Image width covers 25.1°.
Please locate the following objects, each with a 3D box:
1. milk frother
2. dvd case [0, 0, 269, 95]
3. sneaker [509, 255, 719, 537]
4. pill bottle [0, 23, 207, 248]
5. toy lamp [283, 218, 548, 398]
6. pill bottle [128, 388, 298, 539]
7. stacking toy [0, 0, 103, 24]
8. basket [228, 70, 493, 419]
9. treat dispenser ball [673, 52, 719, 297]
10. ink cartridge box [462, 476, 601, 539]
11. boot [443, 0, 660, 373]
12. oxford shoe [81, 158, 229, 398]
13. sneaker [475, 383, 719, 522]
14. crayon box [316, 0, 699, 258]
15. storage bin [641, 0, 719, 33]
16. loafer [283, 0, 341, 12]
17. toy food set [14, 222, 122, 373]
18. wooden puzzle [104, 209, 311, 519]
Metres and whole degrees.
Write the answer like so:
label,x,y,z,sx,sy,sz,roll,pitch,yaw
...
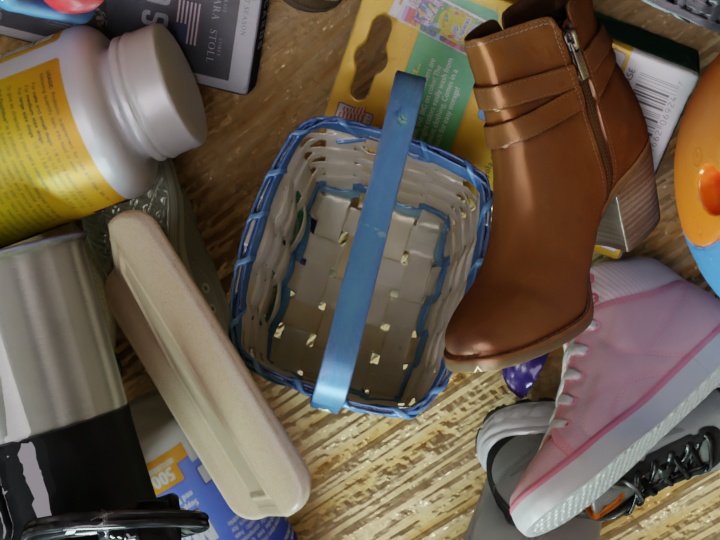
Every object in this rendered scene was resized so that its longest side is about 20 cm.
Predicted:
label,x,y,z,sx,sy,sz,roll,pitch,yaw
milk frother,-0.174,0.076,0.931,0.199,0.180,0.190,-15,92,28
dvd case,-0.151,-0.202,0.997,0.199,0.025,0.151,14,116,7
sneaker,0.137,0.066,0.966,0.105,0.200,0.076,44,154,17
pill bottle,-0.199,-0.079,0.984,0.199,0.109,0.110,-20,108,10
toy lamp,0.025,0.018,1.035,0.199,0.058,0.058,27,116,1
pill bottle,-0.106,0.185,1.106,0.111,0.112,0.201,-23,106,20
stacking toy,-0.101,-0.198,0.891,0.198,0.116,0.111,1,93,19
basket,0.000,0.000,0.904,0.138,0.200,0.178,17,76,-3
treat dispenser ball,0.269,-0.053,0.870,0.199,0.201,0.202,5,114,10
ink cartridge box,0.090,0.243,1.069,0.083,0.145,0.201,19,116,4
boot,0.090,-0.052,0.862,0.076,0.200,0.156,9,129,46
oxford shoe,-0.131,-0.014,1.060,0.075,0.058,0.201,-19,93,26
sneaker,0.175,0.120,1.018,0.199,0.080,0.074,-11,131,2
crayon box,0.087,-0.105,0.971,0.199,0.052,0.126,21,116,2
storage bin,0.132,-0.220,0.863,0.199,0.135,0.094,25,116,1
loafer,-0.023,-0.243,0.913,0.067,0.076,0.201,25,126,50
toy food set,-0.252,0.024,1.103,0.197,0.049,0.200,-35,101,23
wooden puzzle,-0.090,0.060,0.948,0.037,0.200,0.186,-31,87,-16
